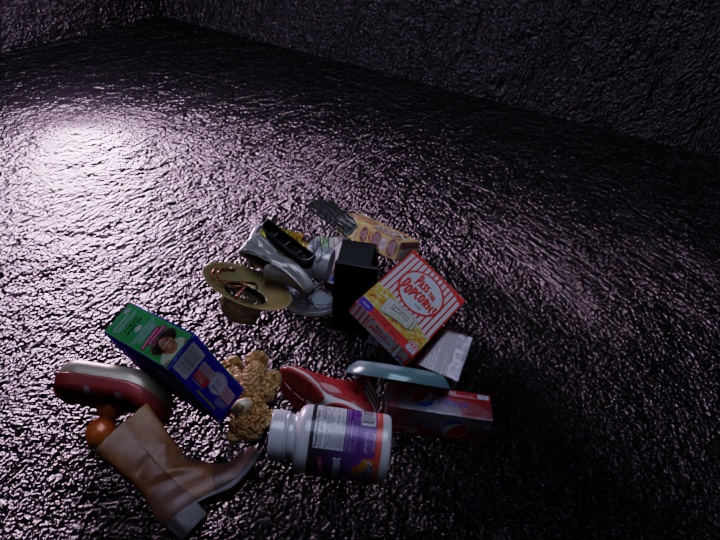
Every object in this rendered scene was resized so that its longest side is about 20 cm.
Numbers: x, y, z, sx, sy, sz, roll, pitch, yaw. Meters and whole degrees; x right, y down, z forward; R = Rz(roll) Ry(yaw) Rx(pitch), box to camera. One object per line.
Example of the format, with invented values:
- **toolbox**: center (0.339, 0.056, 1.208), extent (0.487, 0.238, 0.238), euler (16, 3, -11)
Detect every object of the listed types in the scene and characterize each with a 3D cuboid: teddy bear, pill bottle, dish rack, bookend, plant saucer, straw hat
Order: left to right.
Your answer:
- **straw hat**: center (-0.253, 0.066, 1.344), extent (0.199, 0.086, 0.201), euler (21, 20, -8)
- **teddy bear**: center (-0.212, 0.217, 1.143), extent (0.143, 0.067, 0.201), euler (3, 36, 4)
- **pill bottle**: center (-0.164, -0.037, 1.485), extent (0.197, 0.110, 0.110), euler (15, 33, 7)
- **dish rack**: center (-0.109, -0.099, 1.433), extent (0.153, 0.055, 0.200), euler (37, 58, 22)
- **pill bottle**: center (-0.052, 0.285, 1.043), extent (0.197, 0.113, 0.112), euler (7, 33, -1)
- **bookend**: center (0.000, 0.000, 1.377), extent (0.091, 0.200, 0.201), euler (8, 42, 4)
- **plant saucer**: center (0.071, 0.194, 1.170), extent (0.197, 0.028, 0.200), euler (10, -10, 2)

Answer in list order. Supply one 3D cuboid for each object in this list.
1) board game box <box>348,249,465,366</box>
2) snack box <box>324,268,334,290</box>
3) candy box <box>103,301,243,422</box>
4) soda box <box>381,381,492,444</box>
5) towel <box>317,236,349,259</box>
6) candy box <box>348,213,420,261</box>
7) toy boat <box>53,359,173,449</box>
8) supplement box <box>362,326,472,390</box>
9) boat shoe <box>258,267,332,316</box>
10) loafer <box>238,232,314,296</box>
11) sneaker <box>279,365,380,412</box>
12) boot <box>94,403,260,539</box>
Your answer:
- **board game box**: center (0.096, 0.071, 1.242), extent (0.151, 0.046, 0.200), euler (44, 52, 7)
- **snack box**: center (0.019, 0.043, 1.502), extent (0.198, 0.025, 0.072), euler (17, 38, 12)
- **candy box**: center (-0.320, 0.156, 1.076), extent (0.198, 0.170, 0.077), euler (15, 57, 37)
- **soda box**: center (0.139, 0.263, 1.156), extent (0.197, 0.071, 0.064), euler (9, 36, 0)
- **towel**: center (-0.119, -0.047, 1.604), extent (0.197, 0.031, 0.150), euler (2, 33, -10)
- **candy box**: center (0.045, -0.090, 1.653), extent (0.199, 0.056, 0.115), euler (28, 17, 27)
- **toy boat**: center (-0.420, 0.235, 1.054), extent (0.197, 0.131, 0.132), euler (8, 63, 1)
- **supplement box**: center (0.116, 0.156, 1.276), extent (0.198, 0.061, 0.110), euler (21, 57, 9)
- **boat shoe**: center (-0.148, 0.046, 1.424), extent (0.200, 0.065, 0.074), euler (22, 35, 19)
- **loafer**: center (-0.185, -0.002, 1.385), extent (0.199, 0.070, 0.070), euler (37, 64, 21)
- **sneaker**: center (-0.052, 0.229, 1.182), extent (0.199, 0.079, 0.115), euler (31, 27, 19)
- **boot**: center (-0.279, 0.290, 0.986), extent (0.200, 0.069, 0.188), euler (41, 55, 14)
